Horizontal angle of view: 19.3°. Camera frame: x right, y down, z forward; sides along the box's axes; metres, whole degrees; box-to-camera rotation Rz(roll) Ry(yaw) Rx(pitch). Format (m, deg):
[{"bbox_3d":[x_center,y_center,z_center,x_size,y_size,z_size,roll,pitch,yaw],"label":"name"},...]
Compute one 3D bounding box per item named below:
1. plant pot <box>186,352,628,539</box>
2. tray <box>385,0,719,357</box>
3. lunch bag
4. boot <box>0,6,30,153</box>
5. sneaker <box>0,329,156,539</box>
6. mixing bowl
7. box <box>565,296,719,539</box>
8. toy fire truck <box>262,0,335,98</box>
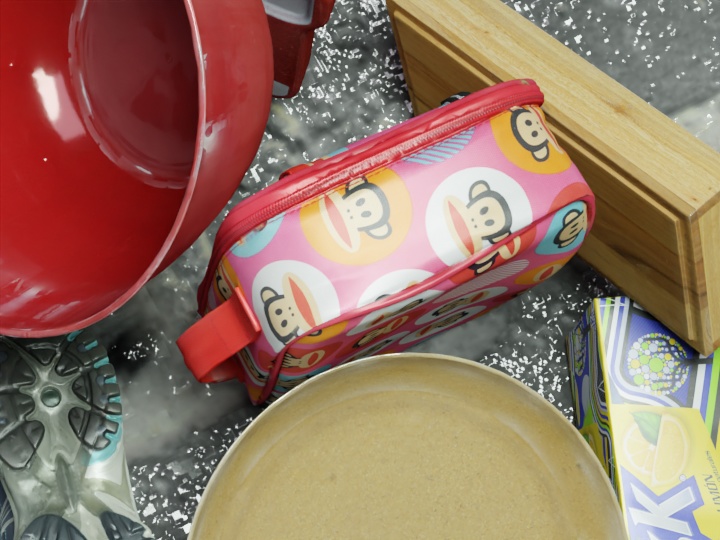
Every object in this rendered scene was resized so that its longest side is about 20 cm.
[{"bbox_3d":[0.019,0.136,0.910,0.198,0.027,0.202,0,89,-14],"label":"plant pot"},{"bbox_3d":[0.092,-0.053,0.955,0.037,0.099,0.200,-38,53,-16],"label":"tray"},{"bbox_3d":[0.000,0.000,0.919,0.175,0.200,0.082,-26,82,-14],"label":"lunch bag"},{"bbox_3d":[-0.229,-0.062,0.977,0.198,0.077,0.157,4,108,27],"label":"boot"},{"bbox_3d":[-0.123,0.127,0.921,0.077,0.086,0.202,-4,65,-9],"label":"sneaker"},{"bbox_3d":[-0.109,-0.081,0.847,0.108,0.200,0.201,-15,69,-55],"label":"mixing bowl"},{"bbox_3d":[0.141,0.116,0.966,0.064,0.070,0.202,-4,73,-8],"label":"box"},{"bbox_3d":[-0.107,-0.141,0.965,0.198,0.168,0.113,23,71,1],"label":"toy fire truck"}]
